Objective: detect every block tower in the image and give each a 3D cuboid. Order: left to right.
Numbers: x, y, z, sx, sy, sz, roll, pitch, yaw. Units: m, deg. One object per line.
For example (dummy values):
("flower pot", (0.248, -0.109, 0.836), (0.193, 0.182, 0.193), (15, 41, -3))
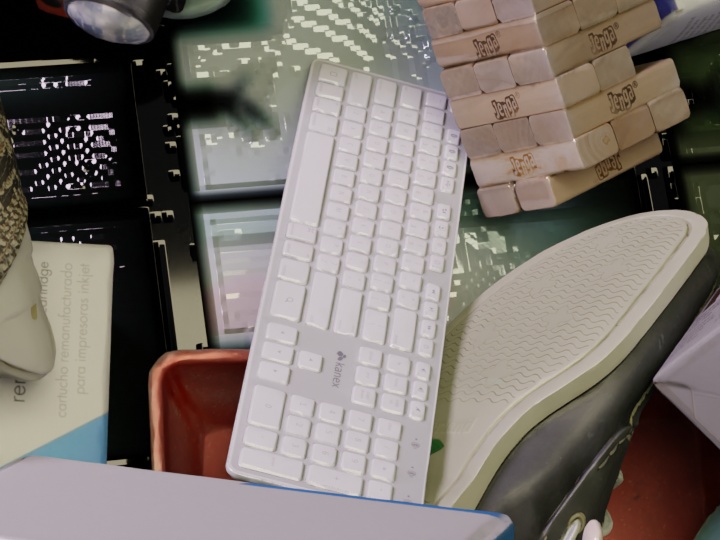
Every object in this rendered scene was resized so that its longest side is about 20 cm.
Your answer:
("block tower", (0.043, -0.122, 0.838), (0.058, 0.054, 0.201), (-26, 101, -37))

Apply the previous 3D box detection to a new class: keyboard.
("keyboard", (0.000, 0.000, 0.806), (0.056, 0.011, 0.200), (19, 39, -8))

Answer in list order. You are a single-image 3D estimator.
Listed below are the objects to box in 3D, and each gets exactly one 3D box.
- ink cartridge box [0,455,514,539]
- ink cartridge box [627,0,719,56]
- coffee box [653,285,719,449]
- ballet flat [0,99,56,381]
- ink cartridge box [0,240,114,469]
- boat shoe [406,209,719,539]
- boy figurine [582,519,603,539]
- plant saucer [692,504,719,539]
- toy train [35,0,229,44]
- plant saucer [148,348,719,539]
("ink cartridge box", (-0.042, 0.161, 0.693), (0.144, 0.084, 0.201), (5, 101, 18))
("ink cartridge box", (0.108, -0.181, 0.920), (0.199, 0.043, 0.197), (-18, 77, -17))
("coffee box", (0.190, 0.000, 0.814), (0.114, 0.080, 0.200), (44, 45, -3))
("ballet flat", (-0.128, 0.038, 0.728), (0.075, 0.068, 0.200), (30, 73, -25))
("ink cartridge box", (-0.175, 0.050, 0.777), (0.199, 0.067, 0.116), (3, 73, -10))
("boat shoe", (0.045, 0.060, 0.791), (0.200, 0.072, 0.068), (-50, 124, -27))
("boy figurine", (0.094, 0.124, 0.726), (0.200, 0.064, 0.124), (-43, 94, 13))
("plant saucer", (0.181, 0.144, 0.806), (0.200, 0.039, 0.202), (9, 69, -24))
("toy train", (-0.076, -0.170, 0.864), (0.114, 0.085, 0.201), (16, 72, 7))
("plant saucer", (0.036, 0.124, 0.811), (0.199, 0.037, 0.201), (0, 72, -11))
